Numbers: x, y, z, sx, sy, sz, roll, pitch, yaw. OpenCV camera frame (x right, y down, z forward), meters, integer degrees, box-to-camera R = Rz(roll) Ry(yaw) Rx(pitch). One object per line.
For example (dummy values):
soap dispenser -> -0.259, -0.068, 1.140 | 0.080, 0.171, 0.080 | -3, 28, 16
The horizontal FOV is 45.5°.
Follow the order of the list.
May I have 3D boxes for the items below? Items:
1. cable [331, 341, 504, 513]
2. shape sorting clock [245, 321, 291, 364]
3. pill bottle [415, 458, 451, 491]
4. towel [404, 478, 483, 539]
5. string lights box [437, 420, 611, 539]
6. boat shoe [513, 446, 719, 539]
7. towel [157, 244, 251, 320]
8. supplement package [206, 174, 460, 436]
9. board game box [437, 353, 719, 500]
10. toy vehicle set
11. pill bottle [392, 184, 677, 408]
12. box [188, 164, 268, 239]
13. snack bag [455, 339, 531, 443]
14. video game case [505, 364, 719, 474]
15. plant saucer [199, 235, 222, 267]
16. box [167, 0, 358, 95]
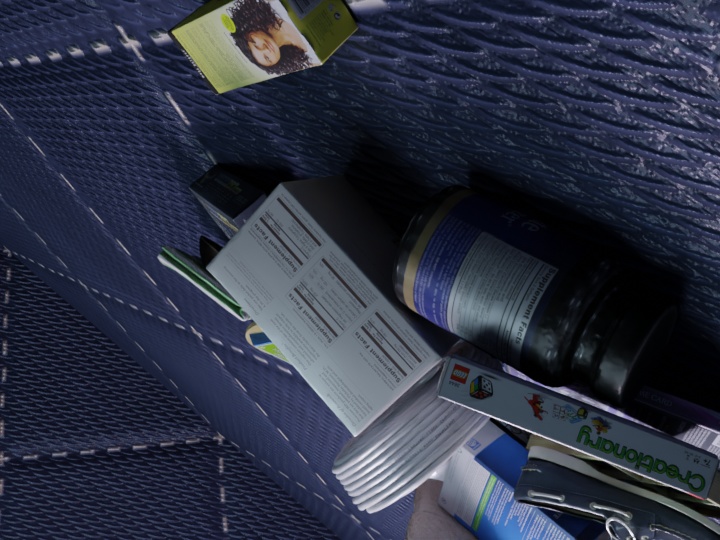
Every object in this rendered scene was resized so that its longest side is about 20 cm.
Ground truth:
cable -> 0.060, 0.152, 0.853 | 0.069, 0.200, 0.200 | 49, 164, 3
shape sorting clock -> -0.049, 0.091, 1.106 | 0.199, 0.039, 0.200 | 1, 156, 1
pill bottle -> 0.144, 0.294, 1.158 | 0.200, 0.112, 0.112 | 48, 158, -15
towel -> 0.145, 0.309, 0.947 | 0.199, 0.035, 0.133 | 25, -160, 3
string lights box -> 0.180, 0.261, 0.895 | 0.200, 0.059, 0.103 | 36, 132, 30
boat shoe -> 0.241, 0.227, 0.799 | 0.199, 0.062, 0.075 | 20, 163, 23
towel -> -0.183, 0.025, 1.156 | 0.152, 0.023, 0.200 | 35, 179, 9
supplement package -> -0.012, 0.023, 0.793 | 0.200, 0.111, 0.156 | 48, -161, 7
board game box -> 0.156, 0.114, 0.661 | 0.199, 0.035, 0.126 | 21, 177, 7
toy vehicle set -> 0.262, 0.193, 0.824 | 0.124, 0.027, 0.200 | 31, 163, -14
pill bottle -> 0.132, 0.020, 0.665 | 0.199, 0.112, 0.112 | 29, 155, 29
box -> -0.117, -0.038, 1.014 | 0.158, 0.051, 0.200 | 53, 169, -27
snack bag -> 0.174, 0.138, 0.940 | 0.200, 0.021, 0.189 | 37, 159, 6
video game case -> 0.222, 0.119, 0.739 | 0.199, 0.019, 0.143 | 21, 163, 21
plant saucer -> -0.140, 0.022, 1.153 | 0.200, 0.032, 0.200 | 35, 180, 0
box -> -0.088, -0.200, 0.715 | 0.075, 0.050, 0.200 | 52, 157, -23
